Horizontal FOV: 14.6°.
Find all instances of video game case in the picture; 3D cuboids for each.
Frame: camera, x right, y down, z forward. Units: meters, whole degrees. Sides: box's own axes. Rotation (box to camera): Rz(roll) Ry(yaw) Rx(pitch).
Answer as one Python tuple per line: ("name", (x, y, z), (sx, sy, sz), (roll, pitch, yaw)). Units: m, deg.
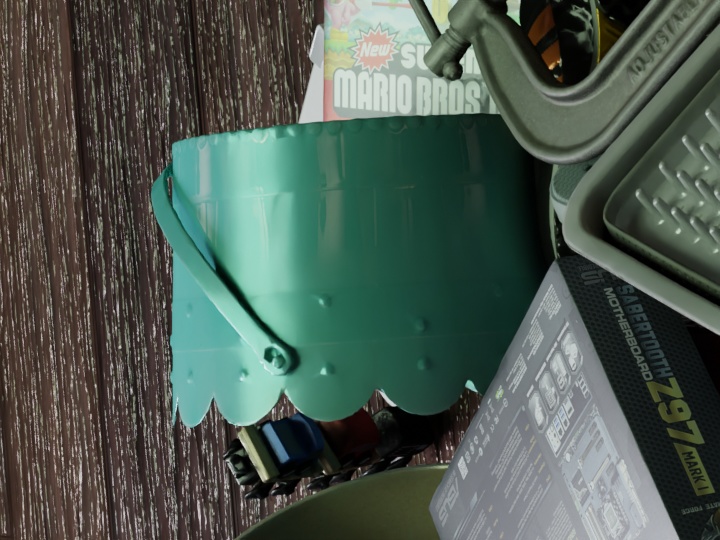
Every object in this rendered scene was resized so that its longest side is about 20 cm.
("video game case", (0.042, -0.130, 1.408), (0.142, 0.017, 0.201), (8, 103, 35))

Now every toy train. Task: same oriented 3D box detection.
("toy train", (-0.012, 0.091, 1.465), (0.046, 0.200, 0.034), (-34, 76, 23))

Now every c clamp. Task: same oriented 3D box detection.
("c clamp", (0.094, -0.140, 1.217), (0.200, 0.027, 0.171), (-45, 50, 31))

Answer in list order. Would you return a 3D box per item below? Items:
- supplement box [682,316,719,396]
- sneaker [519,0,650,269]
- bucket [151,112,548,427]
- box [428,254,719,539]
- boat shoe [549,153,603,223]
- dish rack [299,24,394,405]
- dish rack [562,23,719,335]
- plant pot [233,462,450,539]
("supplement box", (0.161, 0.121, 1.212), (0.109, 0.061, 0.201), (180, 87, -67))
("sneaker", (0.108, -0.091, 1.295), (0.090, 0.070, 0.201), (-163, 76, -69))
("bucket", (0.000, 0.000, 1.332), (0.207, 0.206, 0.136), (174, 93, -66))
("box", (0.101, 0.112, 1.200), (0.200, 0.051, 0.158), (112, 144, -50))
("boat shoe", (0.168, -0.015, 1.180), (0.200, 0.074, 0.067), (17, 149, 52))
("dish rack", (-0.001, -0.043, 1.546), (0.172, 0.043, 0.201), (-118, 34, -43))
("dish rack", (0.181, -0.041, 1.078), (0.172, 0.044, 0.200), (-49, 30, -4))
("plant pot", (0.034, 0.228, 1.398), (0.187, 0.186, 0.201), (26, 136, 62))
